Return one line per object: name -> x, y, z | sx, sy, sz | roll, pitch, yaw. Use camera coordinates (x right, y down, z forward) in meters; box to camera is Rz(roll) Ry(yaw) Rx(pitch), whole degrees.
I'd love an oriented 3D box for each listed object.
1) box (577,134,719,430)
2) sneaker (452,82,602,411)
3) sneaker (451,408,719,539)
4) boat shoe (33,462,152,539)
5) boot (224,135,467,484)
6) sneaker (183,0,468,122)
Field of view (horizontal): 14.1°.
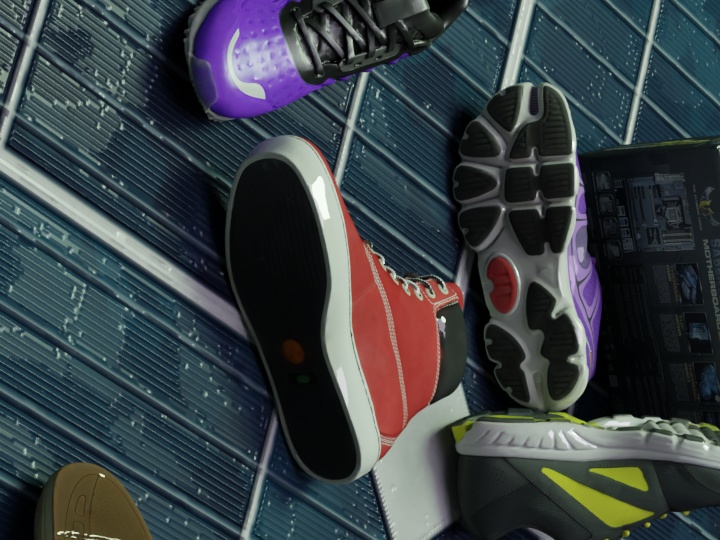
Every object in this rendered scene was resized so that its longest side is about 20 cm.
box -> 0.208, 0.019, 1.812 | 0.051, 0.158, 0.201 | -14, 96, -30
sneaker -> 0.108, -0.016, 1.784 | 0.083, 0.080, 0.201 | -24, 112, -66
sneaker -> 0.152, 0.130, 1.739 | 0.074, 0.199, 0.085 | -42, 137, -81
boat shoe -> -0.137, 0.196, 1.453 | 0.071, 0.064, 0.201 | 8, 64, -43
boot -> 0.000, 0.000, 1.639 | 0.144, 0.072, 0.201 | -38, 122, -46
sneaker -> -0.011, -0.139, 1.615 | 0.200, 0.099, 0.070 | -29, 105, -49
